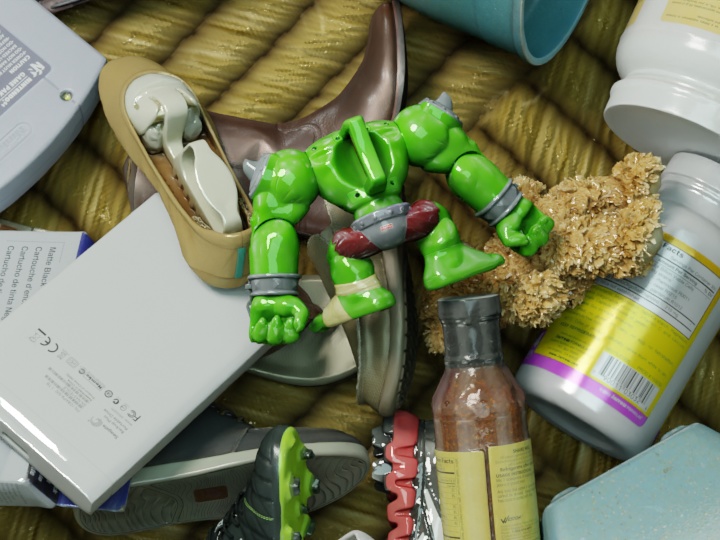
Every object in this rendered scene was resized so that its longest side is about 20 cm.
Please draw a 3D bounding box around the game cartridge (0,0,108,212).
[{"bbox_3d":[-0.276,-0.104,1.398,0.133,0.041,0.200,38,69,18],"label":"game cartridge"}]

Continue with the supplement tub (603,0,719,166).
[{"bbox_3d":[0.264,-0.172,1.393,0.145,0.145,0.200,25,80,4],"label":"supplement tub"}]

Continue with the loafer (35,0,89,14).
[{"bbox_3d":[-0.144,-0.222,1.445,0.200,0.072,0.063,-6,99,4],"label":"loafer"}]

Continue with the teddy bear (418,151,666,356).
[{"bbox_3d":[0.118,-0.016,1.347,0.067,0.200,0.145,41,51,-34],"label":"teddy bear"}]

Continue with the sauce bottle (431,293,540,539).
[{"bbox_3d":[0.080,0.115,1.297,0.066,0.066,0.200,-4,92,-1],"label":"sauce bottle"}]

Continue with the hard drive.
[{"bbox_3d":[-0.153,0.050,1.314,0.132,0.027,0.200,39,59,13],"label":"hard drive"}]

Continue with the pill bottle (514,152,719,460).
[{"bbox_3d":[0.195,0.022,1.376,0.104,0.104,0.200,32,80,5],"label":"pill bottle"}]

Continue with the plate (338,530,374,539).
[{"bbox_3d":[0.010,0.270,1.281,0.032,0.200,0.200,-8,79,-12],"label":"plate"}]

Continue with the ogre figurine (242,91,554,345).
[{"bbox_3d":[0.013,-0.037,1.278,0.200,0.098,0.120,-19,90,10],"label":"ogre figurine"}]

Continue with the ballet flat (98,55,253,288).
[{"bbox_3d":[-0.116,-0.081,1.353,0.069,0.063,0.200,-20,64,-24],"label":"ballet flat"}]

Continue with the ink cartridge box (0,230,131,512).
[{"bbox_3d":[-0.239,0.062,1.339,0.200,0.041,0.200,1,56,8],"label":"ink cartridge box"}]

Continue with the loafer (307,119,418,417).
[{"bbox_3d":[0.000,0.000,1.358,0.067,0.076,0.200,-4,79,7],"label":"loafer"}]

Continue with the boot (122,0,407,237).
[{"bbox_3d":[-0.068,-0.110,1.423,0.200,0.064,0.187,4,78,5],"label":"boot"}]

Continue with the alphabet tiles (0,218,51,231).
[{"bbox_3d":[-0.273,0.059,1.412,0.166,0.006,0.200,15,79,2],"label":"alphabet tiles"}]

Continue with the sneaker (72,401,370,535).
[{"bbox_3d":[-0.098,0.109,1.361,0.200,0.075,0.106,-5,49,-9],"label":"sneaker"}]

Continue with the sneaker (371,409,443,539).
[{"bbox_3d":[0.058,0.192,1.358,0.098,0.071,0.201,-1,78,1],"label":"sneaker"}]

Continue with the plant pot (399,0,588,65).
[{"bbox_3d":[0.065,-0.263,1.393,0.188,0.200,0.200,19,79,18],"label":"plant pot"}]

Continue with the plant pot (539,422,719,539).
[{"bbox_3d":[0.213,0.216,1.303,0.196,0.196,0.200,-28,75,-6],"label":"plant pot"}]

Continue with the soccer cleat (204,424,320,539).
[{"bbox_3d":[-0.073,0.182,1.314,0.081,0.200,0.068,11,35,9],"label":"soccer cleat"}]

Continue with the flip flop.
[{"bbox_3d":[-0.077,0.029,1.393,0.200,0.058,0.081,13,79,-1],"label":"flip flop"}]
